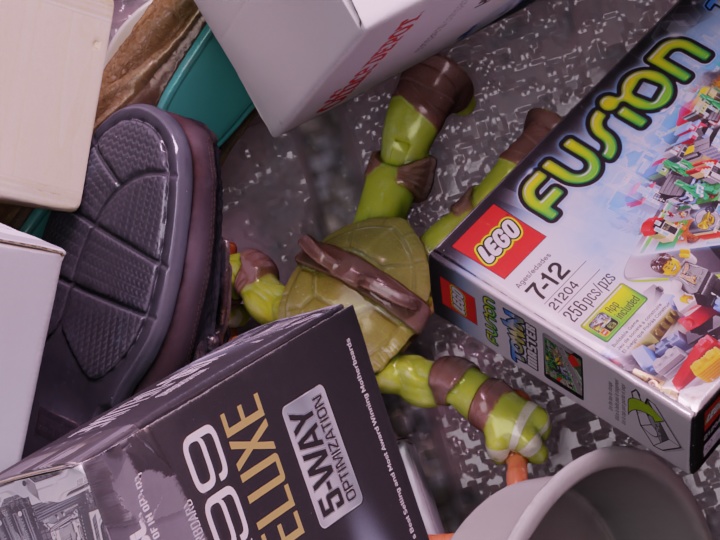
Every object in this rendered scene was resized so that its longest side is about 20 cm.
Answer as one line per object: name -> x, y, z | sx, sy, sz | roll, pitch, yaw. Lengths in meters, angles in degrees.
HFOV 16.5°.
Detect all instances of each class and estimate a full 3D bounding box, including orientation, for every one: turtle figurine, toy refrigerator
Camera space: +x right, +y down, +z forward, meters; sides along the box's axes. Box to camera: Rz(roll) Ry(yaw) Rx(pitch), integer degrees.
turtle figurine -> 0.000, 0.000, 0.897 | 0.199, 0.064, 0.162 | 26, 77, 34
toy refrigerator -> -0.180, -0.070, 0.891 | 0.199, 0.070, 0.077 | 7, 87, 40

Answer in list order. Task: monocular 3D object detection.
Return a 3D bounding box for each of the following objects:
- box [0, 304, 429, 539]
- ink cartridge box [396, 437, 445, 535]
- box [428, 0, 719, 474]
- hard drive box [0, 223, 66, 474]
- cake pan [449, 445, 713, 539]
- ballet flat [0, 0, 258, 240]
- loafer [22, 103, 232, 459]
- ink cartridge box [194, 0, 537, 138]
box -> -0.029, 0.130, 0.802 | 0.050, 0.157, 0.201 | -14, 98, 33
ink cartridge box -> 0.006, 0.171, 0.911 | 0.094, 0.037, 0.201 | -19, 82, 5
box -> 0.127, -0.033, 0.847 | 0.110, 0.035, 0.200 | 31, 62, 26
hard drive box -> -0.174, 0.075, 0.814 | 0.076, 0.156, 0.202 | 10, 94, -26
cake pan -> 0.068, 0.158, 0.833 | 0.037, 0.200, 0.202 | 1, 86, 33
ballet flat -> -0.089, -0.048, 0.922 | 0.068, 0.072, 0.201 | 35, 87, -37
loafer -> -0.080, 0.038, 0.879 | 0.072, 0.063, 0.201 | 28, 110, 41
ink cartridge box -> 0.048, -0.138, 0.837 | 0.199, 0.146, 0.086 | -30, 88, -16
